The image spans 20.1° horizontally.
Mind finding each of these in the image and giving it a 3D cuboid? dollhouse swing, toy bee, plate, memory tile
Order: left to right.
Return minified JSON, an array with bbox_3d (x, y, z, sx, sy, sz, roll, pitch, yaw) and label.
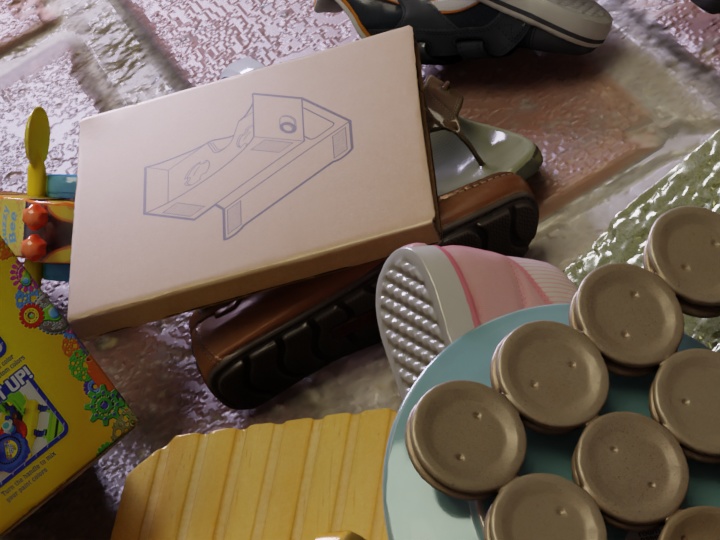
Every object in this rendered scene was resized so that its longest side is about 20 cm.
[{"bbox_3d":[-0.176,-0.032,1.180,0.199,0.109,0.132,-20,80,32],"label":"toy bee"},{"bbox_3d":[-0.073,0.123,0.922,0.199,0.182,0.177,-9,62,23],"label":"dollhouse swing"},{"bbox_3d":[0.108,0.098,0.850,0.199,0.026,0.201,8,59,-12],"label":"plate"},{"bbox_3d":[0.127,0.071,0.847,0.200,0.017,0.153,-34,75,-30],"label":"memory tile"}]

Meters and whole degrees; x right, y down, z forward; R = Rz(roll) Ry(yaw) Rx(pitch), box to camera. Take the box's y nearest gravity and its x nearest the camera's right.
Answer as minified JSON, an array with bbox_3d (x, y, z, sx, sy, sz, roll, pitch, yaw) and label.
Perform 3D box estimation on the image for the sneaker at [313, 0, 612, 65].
[{"bbox_3d":[0.058,-0.157,1.234,0.199,0.080,0.078,28,20,28],"label":"sneaker"}]

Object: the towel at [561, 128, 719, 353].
[{"bbox_3d":[0.179,0.001,0.963,0.200,0.036,0.149,-43,39,14],"label":"towel"}]

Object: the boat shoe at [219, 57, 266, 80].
[{"bbox_3d":[-0.054,-0.069,1.184,0.067,0.074,0.200,-42,27,-5],"label":"boat shoe"}]

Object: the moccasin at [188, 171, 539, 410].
[{"bbox_3d":[0.001,0.001,1.089,0.201,0.074,0.078,-31,49,11],"label":"moccasin"}]

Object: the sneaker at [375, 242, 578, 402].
[{"bbox_3d":[0.079,0.081,0.920,0.075,0.104,0.201,-38,60,50],"label":"sneaker"}]

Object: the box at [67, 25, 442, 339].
[{"bbox_3d":[-0.059,-0.050,1.090,0.199,0.021,0.164,-15,44,10],"label":"box"}]

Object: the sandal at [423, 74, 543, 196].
[{"bbox_3d":[0.026,-0.083,1.175,0.080,0.057,0.201,-38,39,-14],"label":"sandal"}]

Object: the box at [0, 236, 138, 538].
[{"bbox_3d":[-0.232,0.039,1.019,0.122,0.193,0.200,-39,9,-16],"label":"box"}]

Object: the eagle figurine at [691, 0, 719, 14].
[{"bbox_3d":[0.132,-0.225,1.176,0.199,0.153,0.151,5,-4,-5],"label":"eagle figurine"}]
